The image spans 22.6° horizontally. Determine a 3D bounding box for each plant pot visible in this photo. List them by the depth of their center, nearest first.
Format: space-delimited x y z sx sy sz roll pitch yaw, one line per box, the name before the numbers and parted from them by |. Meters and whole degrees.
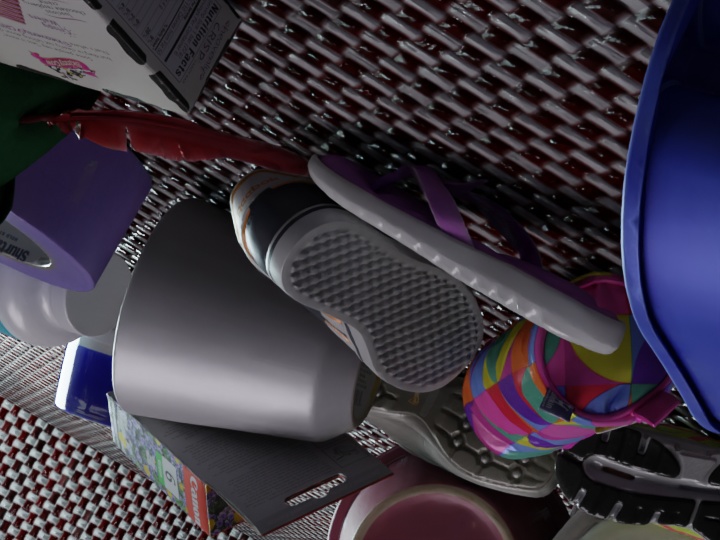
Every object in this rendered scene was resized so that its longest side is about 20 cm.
plant pot | 0.064 0.223 1.362 0.200 0.200 0.179 26 179 10

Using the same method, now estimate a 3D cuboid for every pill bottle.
pill bottle | -0.276 -0.002 1.456 0.200 0.111 0.111 16 161 39

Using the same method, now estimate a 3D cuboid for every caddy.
caddy | 0.143 -0.023 0.573 0.105 0.141 0.200 15 160 32

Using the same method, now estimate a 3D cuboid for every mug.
mug | -0.057 0.032 1.199 0.153 0.187 0.149 15 130 14

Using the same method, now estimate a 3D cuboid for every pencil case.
pencil case | 0.114 0.060 1.012 0.088 0.088 0.200 29 168 -3

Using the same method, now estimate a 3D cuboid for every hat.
hat | -0.150 -0.120 0.966 0.176 0.166 0.200 -16 166 13

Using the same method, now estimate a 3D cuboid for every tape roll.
tape roll | -0.249 -0.071 1.230 0.200 0.085 0.200 25 165 7

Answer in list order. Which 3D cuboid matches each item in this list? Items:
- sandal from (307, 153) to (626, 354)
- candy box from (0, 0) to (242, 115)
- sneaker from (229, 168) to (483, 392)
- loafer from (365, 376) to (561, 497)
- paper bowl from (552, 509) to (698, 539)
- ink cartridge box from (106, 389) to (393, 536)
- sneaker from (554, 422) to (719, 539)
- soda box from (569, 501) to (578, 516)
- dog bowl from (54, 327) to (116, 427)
sandal | 0.059 -0.020 0.916 0.203 0.050 0.082 33 -175 32
candy box | -0.159 -0.158 0.818 0.136 0.061 0.200 18 162 32
sneaker | 0.000 0.000 1.026 0.079 0.078 0.200 46 -178 39
loafer | 0.067 0.110 1.314 0.200 0.070 0.070 28 173 32
paper bowl | 0.203 0.233 1.184 0.201 0.201 0.104 18 172 33
ink cartridge box | -0.076 0.126 1.223 0.200 0.109 0.050 35 137 45
sneaker | 0.224 0.136 1.122 0.200 0.078 0.090 21 -172 10
soda box | 0.221 0.261 1.522 0.064 0.068 0.200 19 162 31
dog bowl | -0.154 0.099 1.525 0.200 0.079 0.200 15 179 0
